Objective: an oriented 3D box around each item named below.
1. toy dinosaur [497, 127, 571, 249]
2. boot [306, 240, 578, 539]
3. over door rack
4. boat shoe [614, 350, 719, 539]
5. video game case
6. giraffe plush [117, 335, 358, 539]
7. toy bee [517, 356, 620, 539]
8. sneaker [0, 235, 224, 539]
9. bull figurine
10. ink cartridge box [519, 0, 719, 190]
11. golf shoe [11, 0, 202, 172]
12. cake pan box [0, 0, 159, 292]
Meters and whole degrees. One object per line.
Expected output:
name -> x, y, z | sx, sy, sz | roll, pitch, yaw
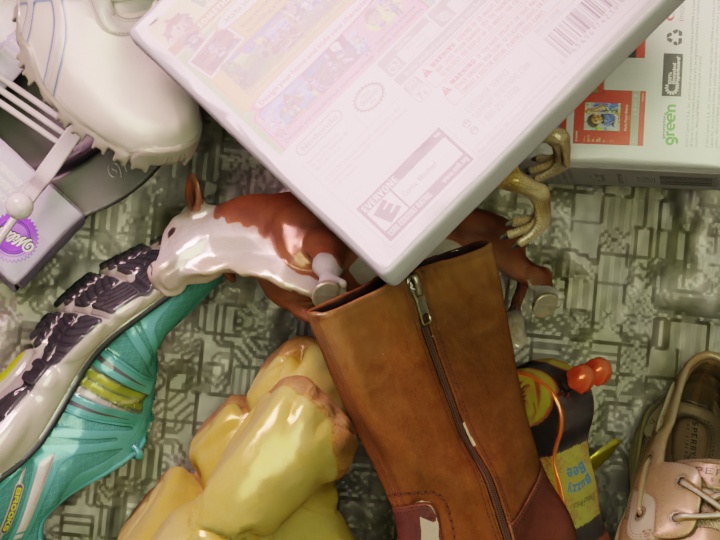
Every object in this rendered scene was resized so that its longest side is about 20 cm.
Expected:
toy dinosaur -> 0.066, -0.066, 1.063 | 0.200, 0.058, 0.101 | -17, 133, 12
boot -> 0.020, 0.107, 1.016 | 0.188, 0.068, 0.200 | -27, 109, -31
over door rack -> -0.237, -0.044, 1.110 | 0.148, 0.067, 0.200 | 34, 84, -2
boat shoe -> 0.165, 0.120, 1.131 | 0.071, 0.200, 0.065 | 13, 129, -6
video game case -> 0.023, -0.120, 1.032 | 0.200, 0.022, 0.182 | -45, 66, -3
giraffe plush -> -0.023, 0.156, 1.111 | 0.162, 0.200, 0.173 | 39, 121, -10
toy bee -> 0.085, 0.092, 1.153 | 0.200, 0.109, 0.131 | 55, 38, -14
sneaker -> -0.137, 0.062, 1.170 | 0.080, 0.078, 0.200 | 43, 85, -24
bull figurine -> 0.000, 0.000, 1.116 | 0.200, 0.121, 0.065 | -1, 121, -21
ink cartridge box -> 0.112, -0.148, 1.187 | 0.175, 0.084, 0.200 | 3, 85, 9
golf shoe -> -0.126, -0.146, 1.090 | 0.078, 0.097, 0.200 | -20, 77, -37
cake pan box -> -0.181, -0.116, 1.179 | 0.200, 0.052, 0.184 | 45, 85, -2
